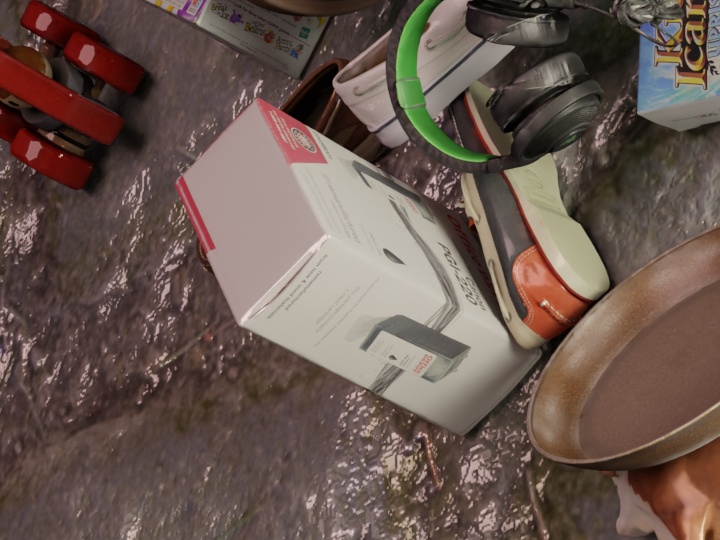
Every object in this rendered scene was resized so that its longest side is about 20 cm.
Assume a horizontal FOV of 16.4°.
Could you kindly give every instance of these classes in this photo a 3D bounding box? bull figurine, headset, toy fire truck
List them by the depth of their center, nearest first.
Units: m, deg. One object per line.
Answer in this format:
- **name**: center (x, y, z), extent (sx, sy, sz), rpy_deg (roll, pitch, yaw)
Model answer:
- **bull figurine**: center (0.209, 0.119, 1.343), extent (0.200, 0.065, 0.122), rpy_deg (-34, 52, 35)
- **headset**: center (0.097, -0.127, 1.474), extent (0.199, 0.094, 0.124), rpy_deg (-15, 90, 32)
- **toy fire truck**: center (-0.277, -0.158, 1.956), extent (0.200, 0.168, 0.112), rpy_deg (36, 98, 51)

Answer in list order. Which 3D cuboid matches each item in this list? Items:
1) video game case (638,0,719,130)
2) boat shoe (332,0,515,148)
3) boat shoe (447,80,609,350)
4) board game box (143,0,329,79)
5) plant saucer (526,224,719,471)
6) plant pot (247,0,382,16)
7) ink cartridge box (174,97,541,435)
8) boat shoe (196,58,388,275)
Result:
- **video game case**: center (0.245, -0.196, 1.451), extent (0.181, 0.045, 0.201), rpy_deg (-10, 72, 47)
- **boat shoe**: center (0.057, -0.171, 1.572), extent (0.202, 0.086, 0.075), rpy_deg (-41, 18, 27)
- **boat shoe**: center (0.092, -0.040, 1.559), extent (0.063, 0.071, 0.200), rpy_deg (-46, 46, 26)
- **board game box**: center (-0.062, -0.260, 1.820), extent (0.103, 0.105, 0.200), rpy_deg (30, 93, 52)
- **plant saucer**: center (0.182, 0.045, 1.383), extent (0.200, 0.032, 0.200), rpy_deg (-34, 22, 15)
- **plant pot**: center (-0.002, -0.264, 1.655), extent (0.175, 0.200, 0.201), rpy_deg (19, 85, 64)
- **ink cartridge box**: center (0.000, 0.000, 1.533), extent (0.085, 0.200, 0.146), rpy_deg (-45, 43, 17)
- **boat shoe**: center (-0.054, -0.077, 1.737), extent (0.200, 0.072, 0.076), rpy_deg (-47, 42, 21)
